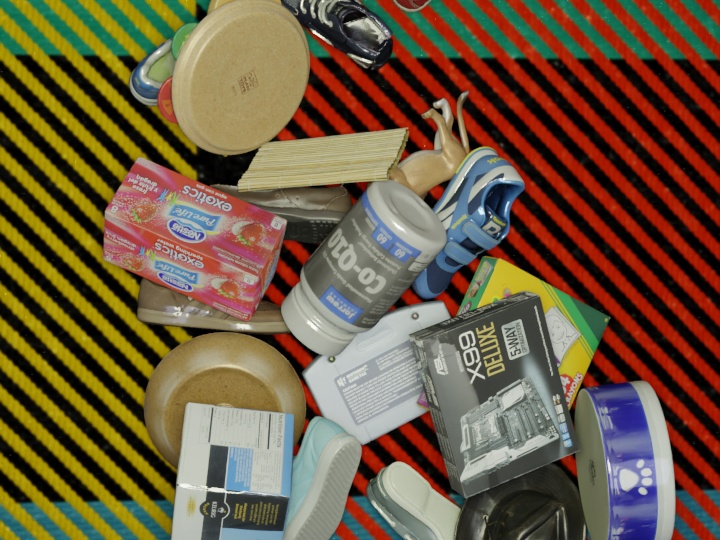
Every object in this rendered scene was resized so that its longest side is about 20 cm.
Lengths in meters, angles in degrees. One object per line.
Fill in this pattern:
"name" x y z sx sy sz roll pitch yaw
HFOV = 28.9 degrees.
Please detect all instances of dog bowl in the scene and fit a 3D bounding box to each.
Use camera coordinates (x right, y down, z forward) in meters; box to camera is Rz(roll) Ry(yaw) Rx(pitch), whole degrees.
"dog bowl" 0.314 0.236 1.676 0.078 0.200 0.203 -5 92 -2

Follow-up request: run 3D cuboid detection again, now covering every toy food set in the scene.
"toy food set" -0.147 -0.231 1.655 0.198 0.049 0.200 -46 136 -9

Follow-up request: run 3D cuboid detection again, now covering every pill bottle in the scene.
"pill bottle" 0.000 0.000 1.645 0.113 0.114 0.200 39 114 -5

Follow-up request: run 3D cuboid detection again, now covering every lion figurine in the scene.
"lion figurine" 0.075 -0.123 1.711 0.199 0.072 0.123 -32 100 -7

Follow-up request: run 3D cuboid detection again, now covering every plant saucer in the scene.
"plant saucer" -0.164 0.175 1.689 0.197 0.035 0.203 -1 108 -4

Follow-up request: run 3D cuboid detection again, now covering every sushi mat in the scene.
"sushi mat" -0.043 -0.132 1.656 0.198 0.096 0.012 -3 128 23

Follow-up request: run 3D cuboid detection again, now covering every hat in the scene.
"hat" 0.210 0.326 1.704 0.198 0.081 0.203 3 79 -18

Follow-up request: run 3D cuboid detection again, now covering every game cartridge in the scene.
"game cartridge" 0.035 0.124 1.732 0.198 0.041 0.134 -26 97 -4

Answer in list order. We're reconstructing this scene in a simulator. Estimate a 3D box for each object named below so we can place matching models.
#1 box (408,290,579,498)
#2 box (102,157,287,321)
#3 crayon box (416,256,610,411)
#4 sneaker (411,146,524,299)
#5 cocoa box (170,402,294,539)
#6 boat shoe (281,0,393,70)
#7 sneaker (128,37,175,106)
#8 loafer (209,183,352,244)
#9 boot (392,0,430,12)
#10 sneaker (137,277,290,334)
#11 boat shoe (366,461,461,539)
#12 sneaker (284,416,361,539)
"box" 0.158 0.144 1.645 0.156 0.050 0.202 -19 102 -15
"box" -0.196 -0.036 1.647 0.198 0.100 0.096 23 54 3
"crayon box" 0.188 0.110 1.708 0.171 0.058 0.202 26 86 -20
"sneaker" 0.129 -0.050 1.698 0.074 0.082 0.202 22 99 -48
"cocoa box" -0.152 0.274 1.628 0.129 0.134 0.202 6 130 -6
"boat shoe" -0.040 -0.321 1.683 0.199 0.093 0.075 34 89 -5
"sneaker" -0.186 -0.258 1.681 0.199 0.077 0.076 -30 92 -6
"loafer" -0.100 -0.078 1.707 0.197 0.073 0.072 8 57 -4
"boot" 0.116 -0.402 1.668 0.072 0.144 0.201 39 87 -3
"sneaker" -0.171 0.035 1.695 0.197 0.070 0.077 5 86 -6
"boat shoe" 0.086 0.322 1.740 0.200 0.073 0.062 47 131 -11
"sneaker" -0.064 0.270 1.715 0.073 0.082 0.202 7 115 -46
